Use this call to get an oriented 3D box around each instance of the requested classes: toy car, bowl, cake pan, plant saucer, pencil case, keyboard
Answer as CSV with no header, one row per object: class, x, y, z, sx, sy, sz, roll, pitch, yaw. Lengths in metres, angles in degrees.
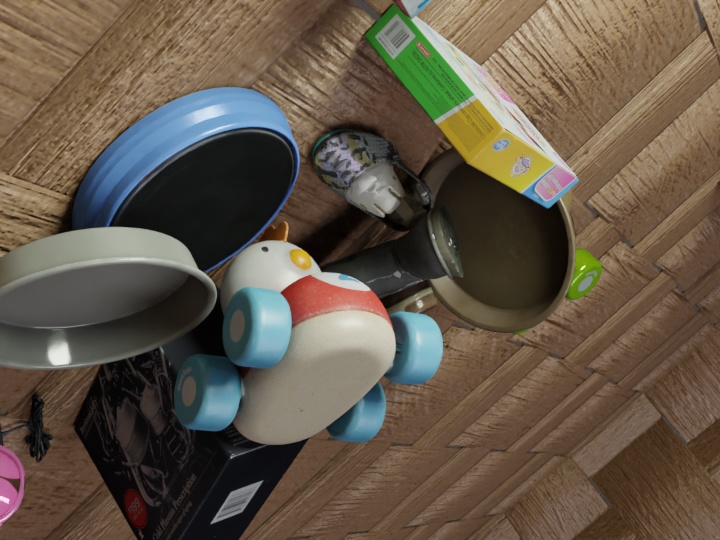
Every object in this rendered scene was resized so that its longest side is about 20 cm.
toy car,-0.061,0.029,0.963,0.183,0.201,0.177,9,136,-34
bowl,-0.137,-0.061,0.909,0.200,0.039,0.201,-31,155,-16
cake pan,-0.214,0.024,0.876,0.198,0.037,0.201,-14,157,-6
toy car,0.168,-0.067,1.195,0.157,0.164,0.201,-29,145,-20
plant saucer,0.137,-0.035,1.145,0.029,0.200,0.201,-23,153,-47
pencil case,-0.374,0.239,1.016,0.090,0.094,0.200,7,142,-29
keyboard,-0.345,0.163,1.040,0.126,0.021,0.201,-25,154,-28

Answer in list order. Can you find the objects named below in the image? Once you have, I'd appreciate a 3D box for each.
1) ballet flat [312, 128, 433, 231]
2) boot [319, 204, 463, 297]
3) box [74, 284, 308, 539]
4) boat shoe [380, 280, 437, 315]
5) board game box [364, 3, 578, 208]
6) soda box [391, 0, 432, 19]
ballet flat,0.024,-0.079,1.066,0.072,0.072,0.200,-43,156,11
boot,0.000,0.002,1.094,0.198,0.073,0.182,-12,167,5
box,-0.167,0.152,1.070,0.104,0.183,0.201,-12,145,-43
boat shoe,0.006,0.039,1.253,0.074,0.075,0.202,-25,176,-44
board game box,0.102,-0.138,0.967,0.040,0.153,0.200,-43,155,16
soda box,0.084,-0.277,0.796,0.200,0.069,0.064,-39,157,4
